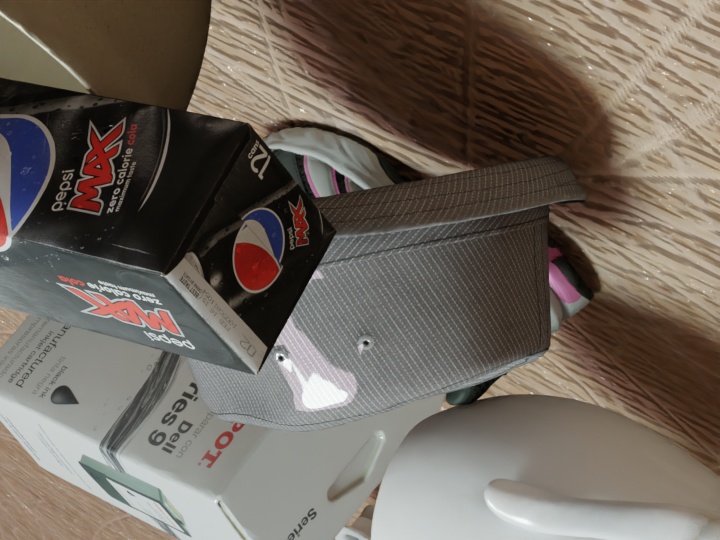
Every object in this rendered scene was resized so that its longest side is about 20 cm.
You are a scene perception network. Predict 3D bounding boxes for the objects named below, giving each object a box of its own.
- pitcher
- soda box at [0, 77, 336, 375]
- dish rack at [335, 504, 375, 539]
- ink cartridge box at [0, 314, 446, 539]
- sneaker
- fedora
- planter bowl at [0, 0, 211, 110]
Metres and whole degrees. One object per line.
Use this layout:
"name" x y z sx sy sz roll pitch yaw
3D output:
"pitcher" 0.100 0.111 1.037 0.200 0.121 0.172 13 162 28
"soda box" -0.112 -0.024 0.913 0.200 0.063 0.071 12 155 38
"dish rack" 0.075 0.218 1.563 0.172 0.044 0.200 29 159 30
"ink cartridge box" -0.077 0.057 1.307 0.200 0.146 0.084 20 153 42
"sneaker" 0.000 0.000 1.121 0.200 0.086 0.080 19 152 47
"fedora" -0.004 0.012 0.995 0.200 0.090 0.177 -8 -178 17
"planter bowl" -0.136 -0.130 0.976 0.200 0.135 0.200 26 161 10
